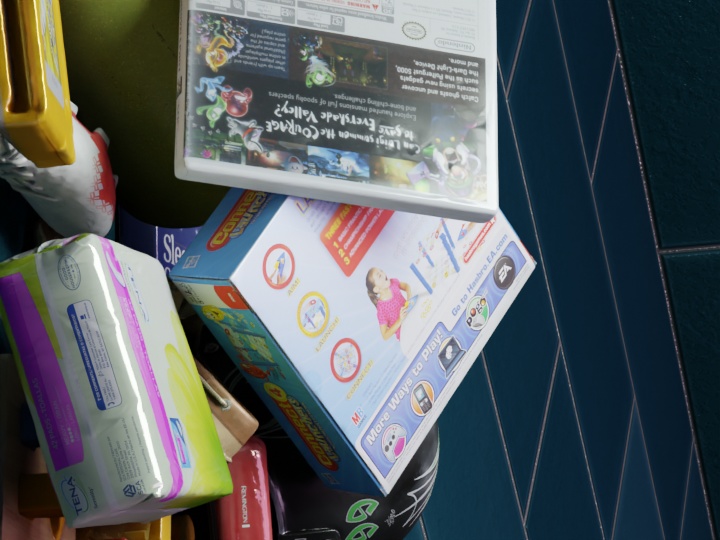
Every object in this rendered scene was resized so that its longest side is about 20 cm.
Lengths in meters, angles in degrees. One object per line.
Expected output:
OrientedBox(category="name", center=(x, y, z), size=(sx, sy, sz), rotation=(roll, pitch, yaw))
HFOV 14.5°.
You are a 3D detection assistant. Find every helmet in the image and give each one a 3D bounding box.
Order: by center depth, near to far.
OrientedBox(category="helmet", center=(-0.042, 0.111, 1.887), size=(0.190, 0.200, 0.201), rotation=(-26, 114, -40))

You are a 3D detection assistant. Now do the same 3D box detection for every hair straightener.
OrientedBox(category="hair straightener", center=(-0.070, 0.203, 1.757), size=(0.077, 0.041, 0.201), rotation=(157, -76, -74))

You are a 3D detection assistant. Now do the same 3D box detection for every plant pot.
OrientedBox(category="plant pot", center=(-0.132, -0.159, 1.764), size=(0.200, 0.186, 0.188), rotation=(50, 36, -43))

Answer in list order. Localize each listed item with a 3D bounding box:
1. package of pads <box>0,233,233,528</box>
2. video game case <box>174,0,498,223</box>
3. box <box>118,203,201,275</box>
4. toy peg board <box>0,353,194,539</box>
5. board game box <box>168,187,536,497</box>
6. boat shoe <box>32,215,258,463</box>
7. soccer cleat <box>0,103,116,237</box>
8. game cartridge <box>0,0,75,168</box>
OrientedBox(category="package of pads", center=(-0.138, 0.061, 1.576), size=(0.200, 0.068, 0.155), rotation=(33, 39, -81))
OrientedBox(category="video game case", center=(-0.013, -0.127, 1.696), size=(0.023, 0.199, 0.183), rotation=(136, -42, -61))
OrientedBox(category="box", center=(-0.133, -0.003, 1.945), size=(0.121, 0.032, 0.201), rotation=(31, 55, -71))
OrientedBox(category="toy peg board", center=(-0.149, 0.169, 1.709), size=(0.200, 0.097, 0.200), rotation=(47, 41, -67))
OrientedBox(category="board game box", center=(0.000, 0.000, 1.751), size=(0.200, 0.056, 0.196), rotation=(-55, 128, -28))
OrientedBox(category="boat shoe", center=(-0.128, 0.039, 1.732), size=(0.200, 0.074, 0.076), rotation=(57, 4, 18))
OrientedBox(category="soccer cleat", center=(-0.202, -0.084, 1.639), size=(0.085, 0.068, 0.201), rotation=(-66, 145, -44))
OrientedBox(category="game cartridge", center=(-0.177, -0.151, 1.487), size=(0.200, 0.032, 0.177), rotation=(78, 5, -87))
